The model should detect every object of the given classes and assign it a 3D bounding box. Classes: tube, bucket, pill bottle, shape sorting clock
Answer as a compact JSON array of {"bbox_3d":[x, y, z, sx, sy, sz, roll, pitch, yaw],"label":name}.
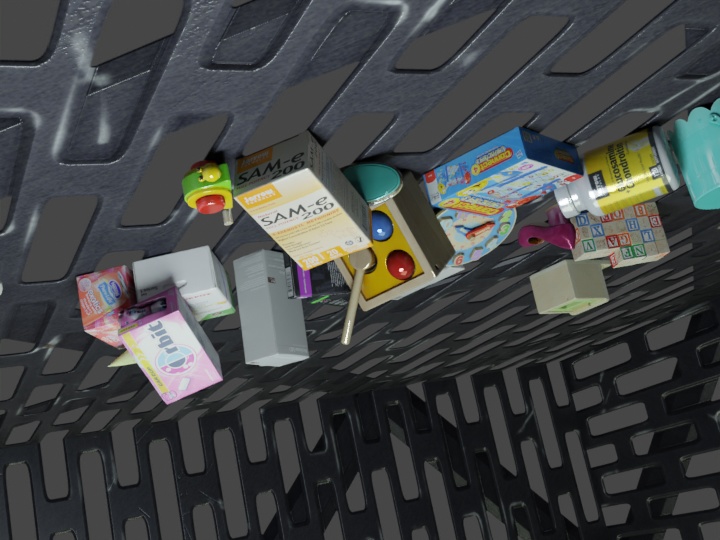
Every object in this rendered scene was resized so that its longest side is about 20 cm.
[{"bbox_3d":[-0.381,0.136,1.783,0.198,0.053,0.058,-31,123,32],"label":"tube"},{"bbox_3d":[0.633,-0.199,1.628,0.203,0.138,0.208,-12,165,-3],"label":"bucket"},{"bbox_3d":[0.433,-0.160,1.644,0.197,0.114,0.111,-20,164,24],"label":"pill bottle"},{"bbox_3d":[0.204,-0.073,1.826,0.196,0.040,0.202,-15,141,-12],"label":"shape sorting clock"}]

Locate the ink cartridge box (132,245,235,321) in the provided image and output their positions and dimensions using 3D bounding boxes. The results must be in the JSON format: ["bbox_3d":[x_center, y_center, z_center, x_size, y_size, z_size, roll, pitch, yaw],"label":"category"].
[{"bbox_3d":[-0.319,0.033,1.764,0.142,0.086,0.200,-13,165,-1],"label":"ink cartridge box"}]

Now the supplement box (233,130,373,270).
[{"bbox_3d":[-0.079,-0.095,1.390,0.124,0.075,0.200,-19,141,22],"label":"supplement box"}]

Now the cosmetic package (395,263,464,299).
[{"bbox_3d":[0.120,-0.010,1.992,0.050,0.084,0.198,5,156,-44],"label":"cosmetic package"}]

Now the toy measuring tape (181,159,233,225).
[{"bbox_3d":[-0.218,-0.105,1.381,0.072,0.075,0.200,-10,165,-9],"label":"toy measuring tape"}]

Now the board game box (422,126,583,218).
[{"bbox_3d":[0.238,-0.157,1.600,0.194,0.057,0.198,-25,161,36],"label":"board game box"}]

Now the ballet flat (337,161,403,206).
[{"bbox_3d":[-0.027,-0.122,1.488,0.196,0.074,0.072,-11,166,11],"label":"ballet flat"}]

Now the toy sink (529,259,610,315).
[{"bbox_3d":[0.561,0.046,2.511,0.197,0.114,0.129,0,161,-41],"label":"toy sink"}]

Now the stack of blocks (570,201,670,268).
[{"bbox_3d":[0.550,-0.070,2.071,0.196,0.118,0.059,-9,165,-14],"label":"stack of blocks"}]

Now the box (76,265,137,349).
[{"bbox_3d":[-0.438,0.072,1.772,0.093,0.105,0.200,-13,164,1],"label":"box"}]

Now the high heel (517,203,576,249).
[{"bbox_3d":[0.387,-0.060,2.004,0.066,0.098,0.200,-6,164,-23],"label":"high heel"}]

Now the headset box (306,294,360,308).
[{"bbox_3d":[0.000,0.000,1.901,0.172,0.095,0.199,-22,162,30],"label":"headset box"}]

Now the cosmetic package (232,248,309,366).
[{"bbox_3d":[-0.168,0.073,1.810,0.089,0.204,0.106,-20,164,30],"label":"cosmetic package"}]

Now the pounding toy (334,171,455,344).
[{"bbox_3d":[0.026,-0.018,1.570,0.198,0.186,0.142,-26,-171,33],"label":"pounding toy"}]

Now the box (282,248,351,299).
[{"bbox_3d":[-0.039,-0.032,1.650,0.196,0.146,0.036,-4,174,-28],"label":"box"}]

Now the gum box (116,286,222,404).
[{"bbox_3d":[-0.331,0.129,1.676,0.112,0.067,0.202,-23,131,1],"label":"gum box"}]

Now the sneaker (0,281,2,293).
[{"bbox_3d":[-0.609,0.015,1.529,0.084,0.073,0.200,-40,178,-38],"label":"sneaker"}]
